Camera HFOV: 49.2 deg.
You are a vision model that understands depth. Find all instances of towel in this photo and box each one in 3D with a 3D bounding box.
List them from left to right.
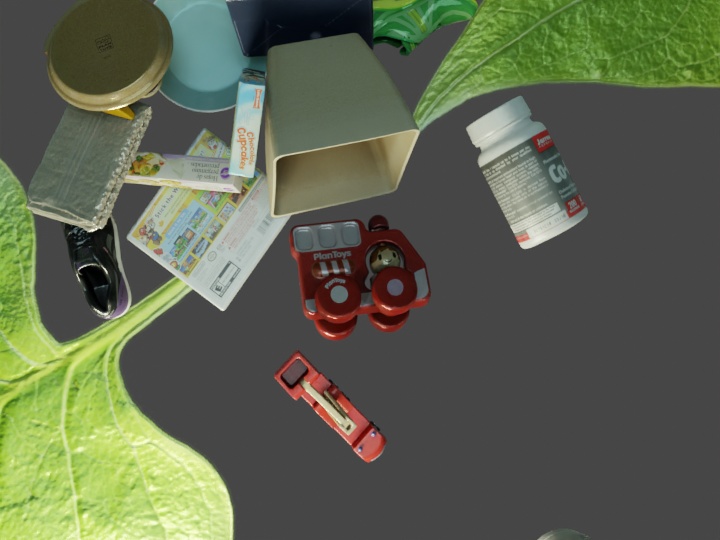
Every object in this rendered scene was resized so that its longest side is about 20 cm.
[{"bbox_3d":[-0.385,-0.160,1.119,0.130,0.035,0.204,16,75,17],"label":"towel"}]

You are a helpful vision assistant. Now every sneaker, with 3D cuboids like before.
[{"bbox_3d":[-0.382,-0.031,1.121,0.074,0.088,0.204,-22,90,-5],"label":"sneaker"},{"bbox_3d":[0.081,-0.369,1.187,0.195,0.074,0.086,-11,87,4],"label":"sneaker"}]

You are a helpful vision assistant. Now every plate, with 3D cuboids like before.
[{"bbox_3d":[-0.229,-0.336,1.177,0.195,0.026,0.206,0,88,-6],"label":"plate"}]

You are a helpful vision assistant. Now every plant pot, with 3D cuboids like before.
[{"bbox_3d":[-0.049,-0.212,1.110,0.195,0.200,0.181,-12,73,-12],"label":"plant pot"}]

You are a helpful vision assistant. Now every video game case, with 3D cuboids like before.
[{"bbox_3d":[-0.218,-0.076,1.172,0.181,0.023,0.202,36,86,-3],"label":"video game case"}]

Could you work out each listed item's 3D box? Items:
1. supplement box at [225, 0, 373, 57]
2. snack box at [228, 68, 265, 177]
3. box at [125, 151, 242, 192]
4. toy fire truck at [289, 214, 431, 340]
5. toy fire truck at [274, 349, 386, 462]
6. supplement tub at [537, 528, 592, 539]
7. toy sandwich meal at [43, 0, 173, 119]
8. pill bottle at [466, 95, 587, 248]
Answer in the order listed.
[{"bbox_3d":[-0.081,-0.430,1.105,0.195,0.135,0.205,-2,73,1],"label":"supplement box"},{"bbox_3d":[-0.154,-0.208,1.078,0.036,0.201,0.119,7,108,-9],"label":"snack box"},{"bbox_3d":[-0.268,-0.144,1.136,0.195,0.041,0.040,6,81,9],"label":"box"},{"bbox_3d":[0.000,0.000,1.156,0.195,0.112,0.172,-8,71,-6],"label":"toy fire truck"},{"bbox_3d":[-0.037,0.198,1.121,0.049,0.141,0.200,-45,92,-5],"label":"toy fire truck"},{"bbox_3d":[0.322,0.461,1.118,0.129,0.200,0.136,0,88,-6],"label":"supplement tub"},{"bbox_3d":[-0.353,-0.301,1.111,0.200,0.070,0.210,-2,71,5],"label":"toy sandwich meal"},{"bbox_3d":[0.245,-0.147,1.172,0.112,0.114,0.203,-28,91,-6],"label":"pill bottle"}]
